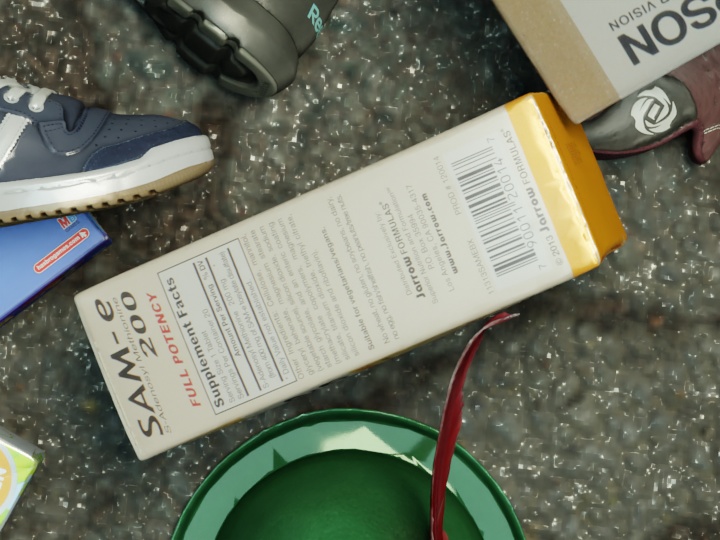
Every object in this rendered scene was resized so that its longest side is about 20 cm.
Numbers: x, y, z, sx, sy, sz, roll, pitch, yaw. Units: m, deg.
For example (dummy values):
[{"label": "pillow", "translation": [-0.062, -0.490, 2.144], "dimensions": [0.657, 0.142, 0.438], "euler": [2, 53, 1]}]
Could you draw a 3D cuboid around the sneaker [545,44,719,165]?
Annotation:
[{"label": "sneaker", "translation": [0.084, -0.113, 1.062], "dimensions": [0.199, 0.076, 0.116], "euler": [30, 90, -2]}]

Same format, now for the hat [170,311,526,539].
[{"label": "hat", "translation": [-0.003, 0.133, 0.997], "dimensions": [0.164, 0.176, 0.202], "euler": [-13, 89, -3]}]

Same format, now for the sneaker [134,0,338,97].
[{"label": "sneaker", "translation": [-0.093, -0.161, 1.064], "dimensions": [0.200, 0.075, 0.079], "euler": [40, 73, -7]}]

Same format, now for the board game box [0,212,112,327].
[{"label": "board game box", "translation": [-0.224, -0.006, 1.057], "dimensions": [0.199, 0.045, 0.135], "euler": [-37, 91, -3]}]

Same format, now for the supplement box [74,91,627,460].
[{"label": "supplement box", "translation": [0.000, 0.000, 1.006], "dimensions": [0.199, 0.126, 0.074], "euler": [-23, 90, 12]}]

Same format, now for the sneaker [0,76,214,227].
[{"label": "sneaker", "translation": [-0.163, -0.070, 1.004], "dimensions": [0.198, 0.070, 0.109], "euler": [-8, 91, 0]}]

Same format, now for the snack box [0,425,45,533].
[{"label": "snack box", "translation": [-0.248, 0.086, 1.005], "dimensions": [0.199, 0.053, 0.143], "euler": [30, 89, -2]}]

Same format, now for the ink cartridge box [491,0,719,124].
[{"label": "ink cartridge box", "translation": [0.123, -0.177, 0.951], "dimensions": [0.199, 0.075, 0.165], "euler": [-30, 116, 14]}]
